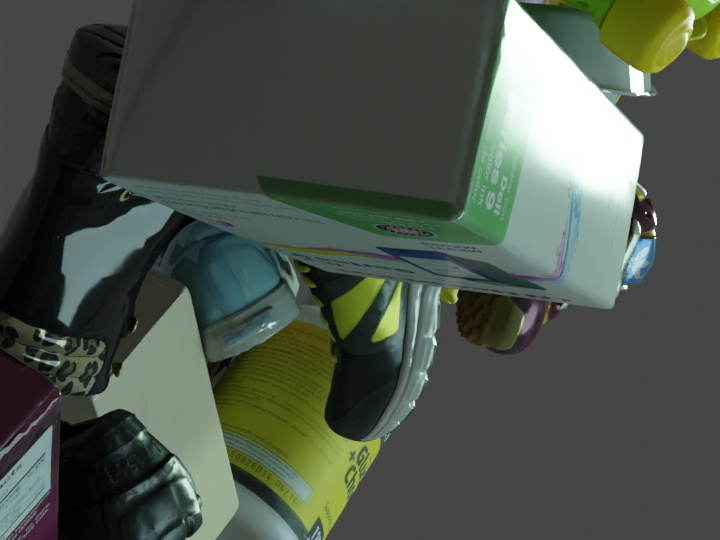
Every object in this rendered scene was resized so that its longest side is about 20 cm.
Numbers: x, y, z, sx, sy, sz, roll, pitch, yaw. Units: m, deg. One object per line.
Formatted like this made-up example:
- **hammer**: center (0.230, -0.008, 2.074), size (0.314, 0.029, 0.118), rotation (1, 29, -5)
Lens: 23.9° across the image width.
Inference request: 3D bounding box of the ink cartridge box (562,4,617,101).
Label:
- **ink cartridge box**: center (0.141, -0.215, 1.078), size (0.057, 0.163, 0.201), rotation (-2, 134, -29)

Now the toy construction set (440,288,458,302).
- **toy construction set**: center (0.067, -0.065, 1.183), size (0.092, 0.131, 0.200), rotation (-51, -177, -39)

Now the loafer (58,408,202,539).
- **loafer**: center (-0.142, 0.085, 0.724), size (0.068, 0.071, 0.200), rotation (-34, -162, -37)

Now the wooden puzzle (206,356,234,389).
- **wooden puzzle**: center (-0.139, 0.102, 1.056), size (0.200, 0.046, 0.186), rotation (-56, 172, -32)

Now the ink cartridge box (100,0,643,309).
- **ink cartridge box**: center (0.015, -0.047, 0.667), size (0.200, 0.144, 0.088), rotation (20, 79, -66)

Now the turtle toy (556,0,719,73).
- **turtle toy**: center (0.111, -0.168, 0.759), size (0.200, 0.146, 0.101), rotation (-19, 145, -56)

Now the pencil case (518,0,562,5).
- **pencil case**: center (0.082, -0.151, 1.047), size (0.087, 0.087, 0.201), rotation (-33, 135, -67)

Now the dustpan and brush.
- **dustpan and brush**: center (0.079, -0.095, 0.798), size (0.200, 0.139, 0.058), rotation (80, 15, -85)

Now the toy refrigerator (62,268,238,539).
- **toy refrigerator**: center (-0.122, 0.082, 0.868), size (0.076, 0.070, 0.201), rotation (-52, 154, -29)

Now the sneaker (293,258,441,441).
- **sneaker**: center (0.000, 0.000, 0.870), size (0.075, 0.084, 0.201), rotation (-101, -158, -56)

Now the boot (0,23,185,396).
- **boot**: center (-0.096, -0.026, 0.750), size (0.151, 0.073, 0.200), rotation (-60, 166, 12)

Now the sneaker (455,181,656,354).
- **sneaker**: center (0.104, -0.014, 0.831), size (0.200, 0.090, 0.075), rotation (-70, -177, -59)

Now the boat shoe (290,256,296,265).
- **boat shoe**: center (-0.008, -0.070, 0.986), size (0.086, 0.074, 0.203), rotation (-42, -154, 38)

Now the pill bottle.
- **pill bottle**: center (-0.040, 0.094, 1.081), size (0.200, 0.112, 0.112), rotation (-55, 171, -33)

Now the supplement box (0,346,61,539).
- **supplement box**: center (-0.175, 0.084, 0.604), size (0.086, 0.110, 0.200), rotation (-50, 168, -30)

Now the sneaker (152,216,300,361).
- **sneaker**: center (-0.077, -0.010, 0.914), size (0.074, 0.082, 0.200), rotation (-26, -170, -9)
